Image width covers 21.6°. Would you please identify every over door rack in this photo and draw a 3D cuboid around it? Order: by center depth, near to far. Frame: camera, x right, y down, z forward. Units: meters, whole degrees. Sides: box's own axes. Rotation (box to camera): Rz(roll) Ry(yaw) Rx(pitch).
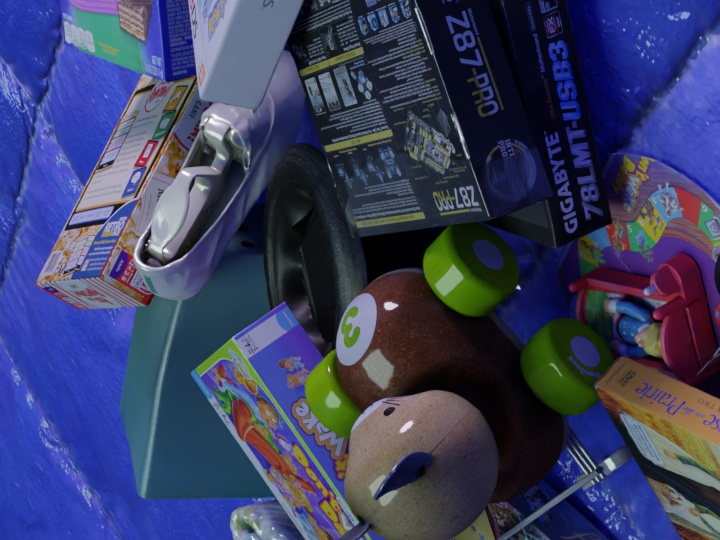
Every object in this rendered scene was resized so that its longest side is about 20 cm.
[{"bbox_3d":[0.084,0.101,1.240,0.148,0.067,0.200,54,134,8],"label":"over door rack"}]

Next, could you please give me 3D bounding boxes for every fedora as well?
[{"bbox_3d":[0.000,0.000,1.291,0.201,0.092,0.201,171,90,-73],"label":"fedora"}]

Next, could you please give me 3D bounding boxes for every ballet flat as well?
[{"bbox_3d":[-0.100,-0.072,1.334,0.069,0.200,0.069,28,177,2],"label":"ballet flat"}]

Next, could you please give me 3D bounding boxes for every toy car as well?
[{"bbox_3d":[0.025,0.095,1.088,0.158,0.200,0.164,45,127,3],"label":"toy car"}]

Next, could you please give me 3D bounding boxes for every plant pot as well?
[{"bbox_3d":[-0.100,0.055,1.458,0.141,0.141,0.200,-115,30,-59],"label":"plant pot"}]

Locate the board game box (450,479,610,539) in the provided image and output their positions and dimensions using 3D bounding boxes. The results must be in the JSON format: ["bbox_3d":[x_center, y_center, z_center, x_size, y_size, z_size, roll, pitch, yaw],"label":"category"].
[{"bbox_3d":[0.111,0.198,1.335,0.200,0.035,0.136,42,147,28],"label":"board game box"}]

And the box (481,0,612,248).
[{"bbox_3d":[0.059,-0.128,1.123,0.200,0.050,0.199,26,135,58],"label":"box"}]

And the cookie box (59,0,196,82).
[{"bbox_3d":[-0.160,-0.253,1.365,0.171,0.075,0.200,25,124,52],"label":"cookie box"}]

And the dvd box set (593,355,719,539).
[{"bbox_3d":[0.228,0.133,1.041,0.200,0.029,0.146,26,155,52],"label":"dvd box set"}]

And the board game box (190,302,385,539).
[{"bbox_3d":[-0.028,0.127,1.267,0.200,0.045,0.134,55,159,2],"label":"board game box"}]

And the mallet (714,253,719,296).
[{"bbox_3d":[0.246,0.070,1.003,0.066,0.041,0.200,5,121,58],"label":"mallet"}]

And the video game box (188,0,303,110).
[{"bbox_3d":[-0.061,-0.231,1.147,0.200,0.047,0.182,117,150,-44],"label":"video game box"}]

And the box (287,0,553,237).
[{"bbox_3d":[0.024,-0.104,1.096,0.200,0.049,0.161,-7,102,68],"label":"box"}]

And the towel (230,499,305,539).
[{"bbox_3d":[0.022,0.233,1.401,0.200,0.171,0.048,42,114,34],"label":"towel"}]

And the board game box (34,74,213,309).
[{"bbox_3d":[-0.164,-0.068,1.443,0.046,0.200,0.151,32,165,-24],"label":"board game box"}]

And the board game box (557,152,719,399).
[{"bbox_3d":[0.165,0.029,1.100,0.158,0.039,0.200,52,150,21],"label":"board game box"}]
